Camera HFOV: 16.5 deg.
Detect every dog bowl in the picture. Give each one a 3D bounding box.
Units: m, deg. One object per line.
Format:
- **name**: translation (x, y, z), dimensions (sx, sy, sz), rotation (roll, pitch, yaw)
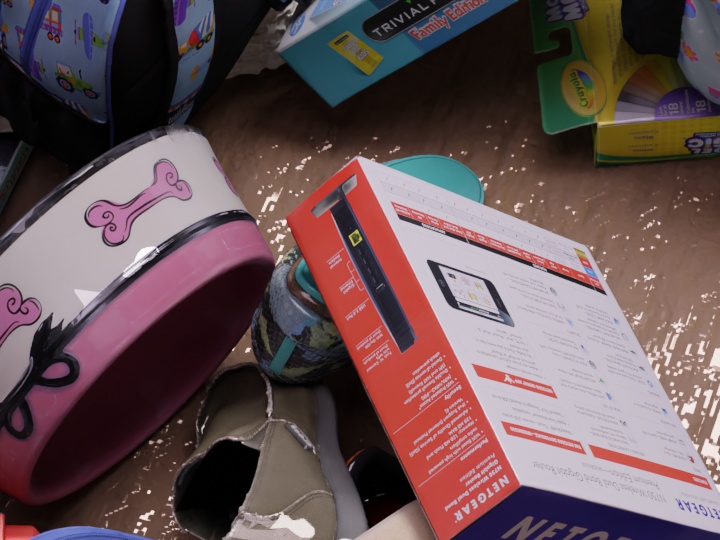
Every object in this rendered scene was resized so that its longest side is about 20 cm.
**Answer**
- **dog bowl**: translation (-0.122, 0.028, 1.178), dimensions (0.200, 0.200, 0.074), rotation (-41, 77, -18)

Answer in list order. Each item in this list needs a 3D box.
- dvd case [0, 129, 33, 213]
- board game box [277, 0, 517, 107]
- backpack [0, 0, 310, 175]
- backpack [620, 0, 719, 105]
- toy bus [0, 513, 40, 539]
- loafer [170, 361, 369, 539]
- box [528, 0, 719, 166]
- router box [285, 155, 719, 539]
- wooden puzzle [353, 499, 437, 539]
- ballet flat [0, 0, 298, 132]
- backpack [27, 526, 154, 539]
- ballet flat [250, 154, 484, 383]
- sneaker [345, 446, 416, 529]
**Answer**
- **dvd case**: translation (-0.268, -0.098, 1.357), dimensions (0.199, 0.022, 0.146), rotation (16, 62, 14)
- **board game box**: translation (0.058, -0.186, 1.276), dimensions (0.200, 0.047, 0.151), rotation (-27, 30, 39)
- **backpack**: translation (-0.109, -0.156, 1.191), dimensions (0.134, 0.200, 0.183), rotation (32, 70, 9)
- **backpack**: translation (0.230, -0.137, 1.222), dimensions (0.199, 0.167, 0.127), rotation (13, 83, 7)
- **toy bus**: translation (-0.225, 0.134, 1.123), dimensions (0.191, 0.200, 0.136), rotation (1, 60, -3)
- **loafer**: translation (-0.050, 0.090, 1.149), dimensions (0.069, 0.200, 0.075), rotation (21, 103, -20)
- **box**: translation (0.191, -0.118, 1.315), dimensions (0.199, 0.048, 0.118), rotation (-3, 61, 1)
- **router box**: translation (0.073, 0.051, 1.143), dimensions (0.049, 0.200, 0.180), rotation (-39, 57, 23)
- **wooden puzzle**: translation (-0.001, 0.219, 1.040), dimensions (0.046, 0.201, 0.185), rotation (-4, 16, 41)
- **ballet flat**: translation (-0.118, -0.129, 1.323), dimensions (0.199, 0.072, 0.072), rotation (-16, 59, -13)
- **backpack**: translation (-0.117, 0.207, 1.055), dimensions (0.191, 0.200, 0.154), rotation (-54, 49, 5)
- **ballet flat**: translation (0.000, 0.000, 1.235), dimensions (0.074, 0.074, 0.200), rotation (24, 28, 18)
- **sneaker**: translation (0.060, 0.157, 1.139), dimensions (0.200, 0.090, 0.070), rotation (38, 69, 23)
